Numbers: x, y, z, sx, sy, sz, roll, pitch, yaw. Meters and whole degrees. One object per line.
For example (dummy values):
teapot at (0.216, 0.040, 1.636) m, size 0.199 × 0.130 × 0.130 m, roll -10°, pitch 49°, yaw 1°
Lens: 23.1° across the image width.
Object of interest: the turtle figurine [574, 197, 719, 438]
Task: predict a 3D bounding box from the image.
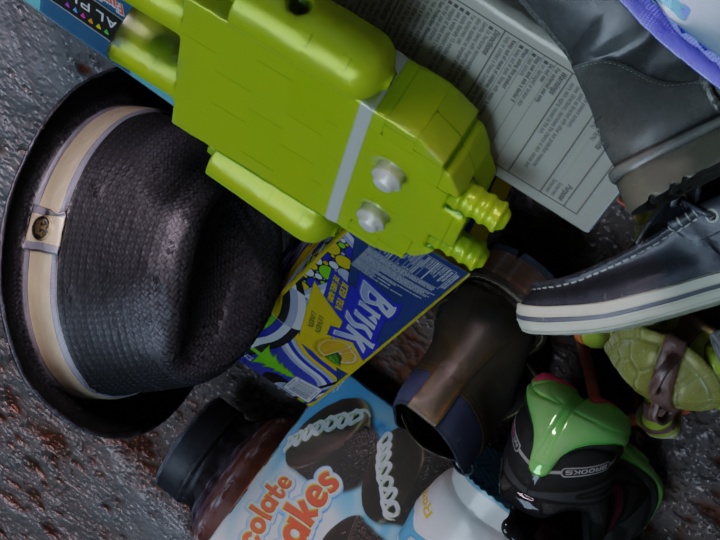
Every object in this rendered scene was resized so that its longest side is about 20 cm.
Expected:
turtle figurine at (0.162, 0.038, 0.848) m, size 0.161 × 0.064 × 0.201 m, roll 22°, pitch 141°, yaw 25°

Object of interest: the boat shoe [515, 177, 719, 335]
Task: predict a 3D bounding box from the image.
boat shoe at (0.155, -0.018, 0.756) m, size 0.199 × 0.075 × 0.063 m, roll -21°, pitch 83°, yaw 28°

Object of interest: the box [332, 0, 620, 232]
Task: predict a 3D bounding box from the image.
box at (0.047, -0.115, 0.760) m, size 0.199 × 0.078 × 0.095 m, roll 33°, pitch 144°, yaw 0°

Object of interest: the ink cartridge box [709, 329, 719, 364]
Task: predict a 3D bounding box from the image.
ink cartridge box at (0.269, 0.080, 0.778) m, size 0.173 × 0.044 × 0.201 m, roll -23°, pitch 118°, yaw 8°

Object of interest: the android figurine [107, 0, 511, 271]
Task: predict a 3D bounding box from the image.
android figurine at (-0.022, -0.067, 0.776) m, size 0.200 × 0.041 × 0.182 m, roll 34°, pitch 158°, yaw 3°

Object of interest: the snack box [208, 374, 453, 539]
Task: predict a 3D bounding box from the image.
snack box at (-0.026, 0.172, 1.066) m, size 0.116 × 0.200 × 0.037 m, roll 36°, pitch 176°, yaw 6°

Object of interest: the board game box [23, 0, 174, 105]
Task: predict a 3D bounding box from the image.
board game box at (-0.117, -0.193, 0.868) m, size 0.151 × 0.047 × 0.200 m, roll 35°, pitch 144°, yaw 16°

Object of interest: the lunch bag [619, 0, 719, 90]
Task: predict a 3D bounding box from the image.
lunch bag at (0.135, -0.163, 0.564) m, size 0.200 × 0.170 × 0.128 m, roll 36°, pitch 145°, yaw 10°

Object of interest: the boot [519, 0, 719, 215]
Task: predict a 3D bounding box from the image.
boot at (0.126, -0.144, 0.674) m, size 0.201 × 0.181 × 0.073 m, roll 65°, pitch -176°, yaw 9°

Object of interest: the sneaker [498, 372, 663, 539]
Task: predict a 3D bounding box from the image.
sneaker at (0.107, 0.116, 0.936) m, size 0.077 × 0.084 × 0.200 m, roll 27°, pitch 170°, yaw 26°

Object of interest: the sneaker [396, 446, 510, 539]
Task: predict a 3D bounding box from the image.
sneaker at (0.113, 0.191, 1.025) m, size 0.200 × 0.077 × 0.081 m, roll 41°, pitch 113°, yaw -2°

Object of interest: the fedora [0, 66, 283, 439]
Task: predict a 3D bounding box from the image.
fedora at (-0.098, -0.008, 0.931) m, size 0.091 × 0.201 × 0.201 m, roll 4°, pitch 132°, yaw 36°

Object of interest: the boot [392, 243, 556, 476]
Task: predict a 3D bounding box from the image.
boot at (0.047, 0.064, 0.934) m, size 0.075 × 0.097 × 0.200 m, roll 36°, pitch 159°, yaw 12°

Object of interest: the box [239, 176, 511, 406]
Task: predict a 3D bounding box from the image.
box at (0.000, 0.000, 0.950) m, size 0.064 × 0.070 × 0.200 m, roll 34°, pitch 146°, yaw -10°

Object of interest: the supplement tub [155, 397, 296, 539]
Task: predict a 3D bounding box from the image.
supplement tub at (-0.034, 0.168, 1.141) m, size 0.200 × 0.107 × 0.107 m, roll 37°, pitch 145°, yaw 8°
